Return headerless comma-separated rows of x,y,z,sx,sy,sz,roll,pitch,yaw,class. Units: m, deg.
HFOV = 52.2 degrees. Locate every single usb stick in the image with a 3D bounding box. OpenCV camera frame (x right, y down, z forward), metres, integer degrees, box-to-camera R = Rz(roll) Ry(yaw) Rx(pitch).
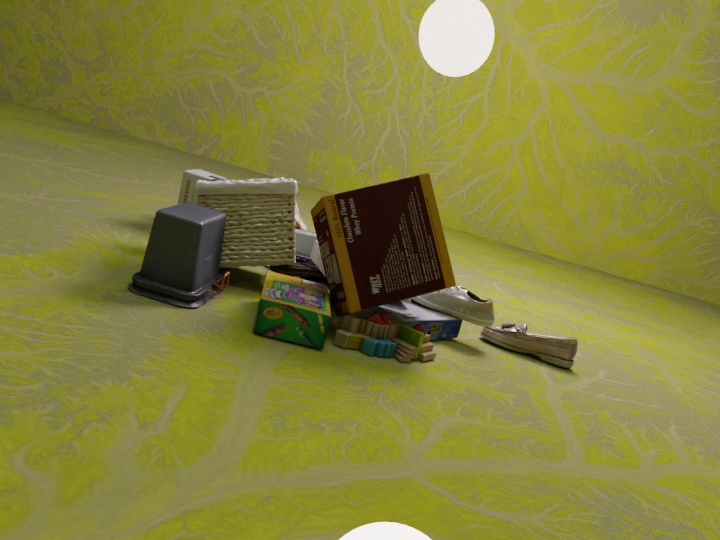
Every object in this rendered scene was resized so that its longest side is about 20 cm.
-0.095,-0.013,1.701,0.195,0.033,0.056,15,10,-6,usb stick

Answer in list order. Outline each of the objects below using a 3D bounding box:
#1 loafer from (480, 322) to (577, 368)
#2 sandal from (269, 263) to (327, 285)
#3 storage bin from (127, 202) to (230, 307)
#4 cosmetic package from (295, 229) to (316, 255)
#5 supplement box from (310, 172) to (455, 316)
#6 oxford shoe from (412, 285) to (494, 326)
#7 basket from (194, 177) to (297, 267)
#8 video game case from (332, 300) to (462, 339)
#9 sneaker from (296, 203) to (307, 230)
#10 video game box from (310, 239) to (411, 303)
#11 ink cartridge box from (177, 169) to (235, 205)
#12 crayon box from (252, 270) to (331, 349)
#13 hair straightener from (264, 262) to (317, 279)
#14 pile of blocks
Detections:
0.347,0.138,1.510,0.195,0.065,0.072,19,11,13,loafer
-0.094,0.023,1.475,0.197,0.056,0.081,17,-3,-41,sandal
-0.288,-0.033,1.249,0.142,0.138,0.200,16,12,3,storage bin
-0.111,-0.067,1.831,0.197,0.053,0.149,14,9,42,cosmetic package
0.036,-0.042,1.292,0.195,0.203,0.133,-14,-2,-14,supplement box
0.177,0.054,1.460,0.195,0.059,0.075,18,13,16,oxford shoe
-0.221,-0.099,1.446,0.194,0.166,0.198,-4,8,-10,basket
0.074,0.082,1.439,0.179,0.047,0.197,27,15,39,video game case
-0.184,-0.147,1.938,0.073,0.095,0.200,-8,-11,-2,sneaker
0.000,0.000,1.462,0.178,0.048,0.200,20,6,-15,video game box
-0.315,-0.131,1.668,0.195,0.151,0.083,17,12,14,ink cartridge box
-0.113,0.062,1.235,0.116,0.060,0.200,14,11,-7,crayon box
-0.144,-0.010,1.589,0.196,0.042,0.076,22,12,25,hair straightener
0.050,0.108,1.236,0.196,0.064,0.082,9,13,-32,pile of blocks
